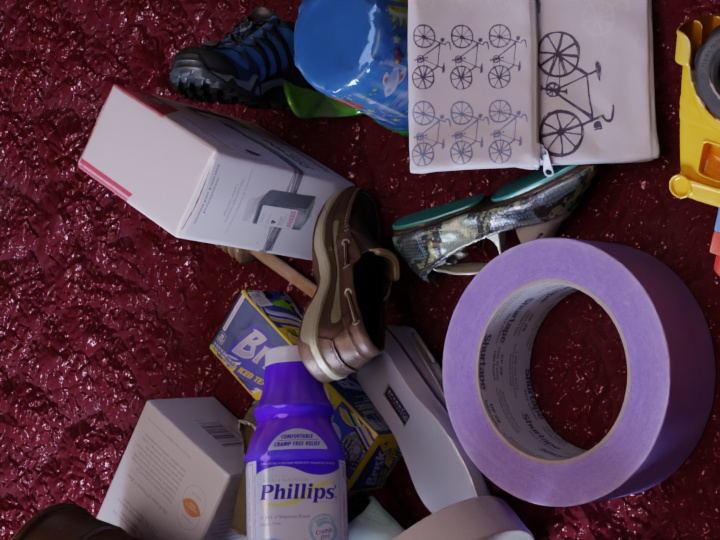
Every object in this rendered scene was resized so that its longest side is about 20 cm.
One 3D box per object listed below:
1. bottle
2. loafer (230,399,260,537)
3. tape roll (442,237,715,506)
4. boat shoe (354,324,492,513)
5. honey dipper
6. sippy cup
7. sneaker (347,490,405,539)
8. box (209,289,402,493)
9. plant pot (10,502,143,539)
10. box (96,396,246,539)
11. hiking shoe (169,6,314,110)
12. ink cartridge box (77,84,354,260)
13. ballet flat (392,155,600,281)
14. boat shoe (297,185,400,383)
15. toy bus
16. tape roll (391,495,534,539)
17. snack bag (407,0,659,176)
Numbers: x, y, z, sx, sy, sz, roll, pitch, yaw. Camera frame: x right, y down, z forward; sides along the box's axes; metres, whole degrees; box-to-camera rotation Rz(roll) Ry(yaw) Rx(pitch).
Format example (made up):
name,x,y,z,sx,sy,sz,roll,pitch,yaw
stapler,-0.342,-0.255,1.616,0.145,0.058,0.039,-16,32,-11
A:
name,x,y,z,sx,sy,sz,roll,pitch,yaw
bottle,-0.052,0.163,1.186,0.065,0.082,0.203,116,154,-72
loafer,-0.075,0.210,1.272,0.075,0.069,0.203,17,124,51
tape roll,0.166,0.077,1.132,0.198,0.085,0.203,-1,88,37
boat shoe,0.063,0.127,1.220,0.201,0.065,0.072,55,136,32
honey dipper,-0.063,0.005,1.344,0.199,0.038,0.038,35,108,29
sippy cup,0.016,-0.189,1.229,0.139,0.130,0.179,36,108,32
sneaker,-0.033,0.269,1.258,0.200,0.074,0.119,-37,97,21
box,-0.045,0.104,1.304,0.200,0.064,0.070,45,113,30
plant pot,-0.185,0.312,1.223,0.196,0.200,0.203,8,93,21
box,-0.167,0.237,1.371,0.124,0.097,0.202,36,109,32
hiking shoe,-0.104,-0.187,1.275,0.073,0.200,0.088,5,94,23
ink cartridge box,-0.122,-0.082,1.286,0.145,0.199,0.086,33,102,33
ballet flat,0.118,-0.038,1.195,0.198,0.074,0.075,-18,77,37
boat shoe,0.004,0.004,1.230,0.074,0.075,0.204,-23,42,30
toy bus,0.313,-0.077,1.007,0.198,0.135,0.195,17,111,34
tape roll,0.049,0.258,1.141,0.037,0.202,0.204,48,115,31
snack bag,0.134,-0.167,1.131,0.197,0.021,0.191,0,80,5
